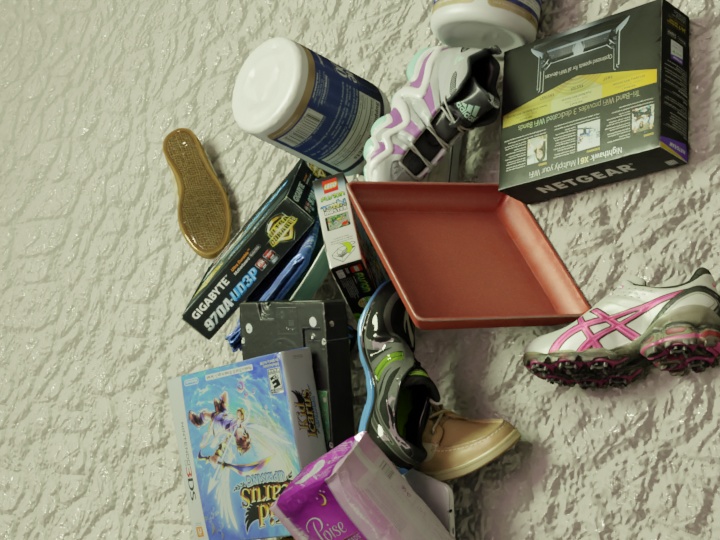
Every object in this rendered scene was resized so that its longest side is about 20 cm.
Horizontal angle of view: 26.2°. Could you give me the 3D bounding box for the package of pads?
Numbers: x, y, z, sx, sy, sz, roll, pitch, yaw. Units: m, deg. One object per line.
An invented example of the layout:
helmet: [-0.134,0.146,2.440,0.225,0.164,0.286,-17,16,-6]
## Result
package of pads: [0.020,0.260,1.460,0.120,0.200,0.076,-36,6,43]

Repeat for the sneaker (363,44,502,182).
sneaker: [0.087,-0.153,1.589,0.139,0.078,0.201,-2,61,47]

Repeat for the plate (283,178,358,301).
plate: [-0.048,-0.012,1.728,0.201,0.025,0.200,-57,8,12]

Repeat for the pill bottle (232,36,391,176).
pill bottle: [-0.036,-0.171,1.711,0.110,0.199,0.112,-21,59,39]

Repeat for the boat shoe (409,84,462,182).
boat shoe: [0.066,-0.152,1.694,0.071,0.070,0.202,-14,64,42]

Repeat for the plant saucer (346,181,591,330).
plant saucer: [0.100,-0.010,1.521,0.200,0.198,0.037,63,142,41]

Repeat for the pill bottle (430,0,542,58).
pill bottle: [0.146,-0.340,1.658,0.115,0.115,0.202,-2,71,46]

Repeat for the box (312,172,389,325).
box: [0.000,0.000,1.608,0.034,0.200,0.111,-16,57,6]

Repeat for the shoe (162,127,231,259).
shoe: [-0.203,-0.093,1.974,0.069,0.054,0.201,-20,58,2]

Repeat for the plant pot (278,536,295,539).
plant pot: [-0.073,0.353,1.547,0.199,0.141,0.202,-14,71,46]

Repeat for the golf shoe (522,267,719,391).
golf shoe: [0.242,0.055,1.425,0.199,0.073,0.093,-13,57,32]

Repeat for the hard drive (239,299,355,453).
hard drive: [-0.064,0.131,1.601,0.139,0.038,0.202,-3,91,47]

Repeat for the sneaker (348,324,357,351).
sneaker: [-0.040,0.118,1.686,0.112,0.073,0.201,-48,43,22]

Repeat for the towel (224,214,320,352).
towel: [-0.095,0.002,1.753,0.145,0.024,0.200,-51,10,18]

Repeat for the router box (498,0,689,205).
router box: [0.230,-0.165,1.540,0.199,0.052,0.159,-13,65,43]

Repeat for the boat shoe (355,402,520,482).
boat shoe: [0.070,0.169,1.535,0.199,0.071,0.065,-18,99,42]

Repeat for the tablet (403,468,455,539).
tablet: [0.027,0.248,1.560,0.199,0.014,0.131,17,116,48]

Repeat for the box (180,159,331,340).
box: [-0.118,-0.029,1.793,0.200,0.046,0.159,-48,10,22]

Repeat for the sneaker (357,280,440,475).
sneaker: [0.043,0.105,1.512,0.082,0.070,0.201,-22,56,38]

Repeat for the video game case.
video game case: [-0.114,0.186,1.601,0.199,0.045,0.183,-16,83,46]
